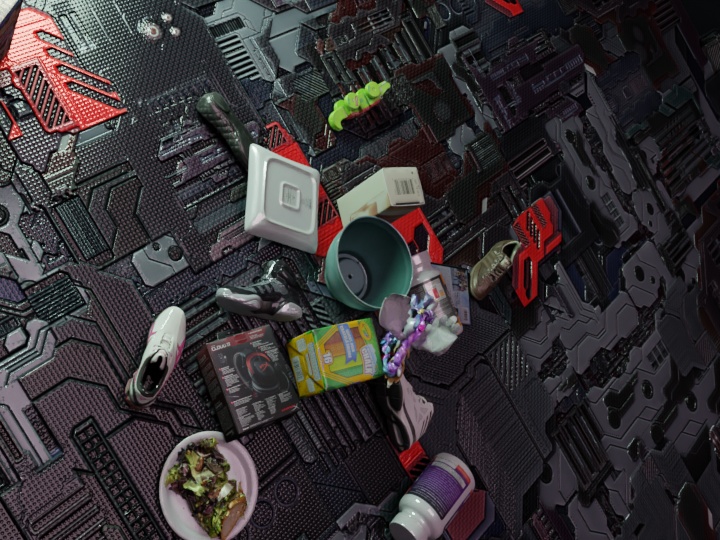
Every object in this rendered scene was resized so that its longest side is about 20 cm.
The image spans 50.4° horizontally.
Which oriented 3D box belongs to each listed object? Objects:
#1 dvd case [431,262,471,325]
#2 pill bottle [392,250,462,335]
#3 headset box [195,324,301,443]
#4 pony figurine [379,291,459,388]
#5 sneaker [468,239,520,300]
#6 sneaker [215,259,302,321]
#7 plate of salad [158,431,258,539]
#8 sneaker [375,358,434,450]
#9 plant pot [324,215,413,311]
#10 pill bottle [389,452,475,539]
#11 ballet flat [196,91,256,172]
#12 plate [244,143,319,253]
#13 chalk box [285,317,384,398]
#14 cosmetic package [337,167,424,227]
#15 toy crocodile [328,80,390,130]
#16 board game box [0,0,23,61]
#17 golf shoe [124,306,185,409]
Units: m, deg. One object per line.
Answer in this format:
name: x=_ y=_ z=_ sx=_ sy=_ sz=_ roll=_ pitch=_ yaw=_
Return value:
dvd case: x=0.187 y=0.053 z=1.860 sx=0.195 sy=0.017 sz=0.147 roll=9 pitch=70 yaw=-31
pill bottle: x=0.149 y=0.066 z=1.748 sx=0.115 sy=0.116 sz=0.205 roll=-20 pitch=87 yaw=-36
headset box: x=-0.221 y=0.207 z=1.487 sx=0.146 sy=0.075 sz=0.204 roll=-15 pitch=76 yaw=-37
pony figurine: x=0.109 y=0.127 z=1.589 sx=0.163 sy=0.196 sz=0.201 roll=27 pitch=29 yaw=3
sneaker: x=0.342 y=-0.011 z=1.950 sx=0.070 sy=0.075 sz=0.201 roll=45 pitch=55 yaw=-13
sneaker: x=-0.206 y=0.033 z=1.569 sx=0.196 sy=0.075 sz=0.117 roll=16 pitch=66 yaw=-36
plate of salad: x=-0.275 y=0.401 z=1.417 sx=0.196 sy=0.048 sz=0.206 roll=11 pitch=70 yaw=-30
sneaker: x=0.100 y=0.280 z=1.694 sx=0.114 sy=0.074 sz=0.206 roll=-24 pitch=106 yaw=-47
plant pot: x=0.000 y=0.000 z=1.678 sx=0.196 sy=0.133 sz=0.206 roll=12 pitch=68 yaw=-30
pill bottle: x=0.150 y=0.497 z=1.633 sx=0.199 sy=0.111 sz=0.113 roll=-41 pitch=98 yaw=-36
ballet flat: x=-0.277 y=-0.290 z=1.648 sx=0.202 sy=0.056 sz=0.067 roll=57 pitch=31 yaw=-12
plate: x=-0.159 y=-0.157 z=1.663 sx=0.197 sy=0.032 sz=0.205 roll=18 pitch=66 yaw=-41
chalk box: x=-0.034 y=0.179 z=1.603 sx=0.196 sy=0.123 sz=0.128 roll=-10 pitch=81 yaw=-35
cosmetic package: x=0.043 y=-0.154 z=1.717 sx=0.101 sy=0.199 sz=0.090 roll=-8 pitch=79 yaw=-33
toy crocodile: x=-0.001 y=-0.404 z=1.851 sx=0.199 sy=0.067 sz=0.063 roll=-37 pitch=101 yaw=-34
board game box: x=-0.686 y=-0.447 z=1.318 sx=0.158 sy=0.199 sz=0.099 roll=34 pitch=59 yaw=-20
golf shoe: x=-0.364 y=0.156 z=1.409 sx=0.071 sy=0.092 sz=0.204 roll=27 pitch=60 yaw=-21
